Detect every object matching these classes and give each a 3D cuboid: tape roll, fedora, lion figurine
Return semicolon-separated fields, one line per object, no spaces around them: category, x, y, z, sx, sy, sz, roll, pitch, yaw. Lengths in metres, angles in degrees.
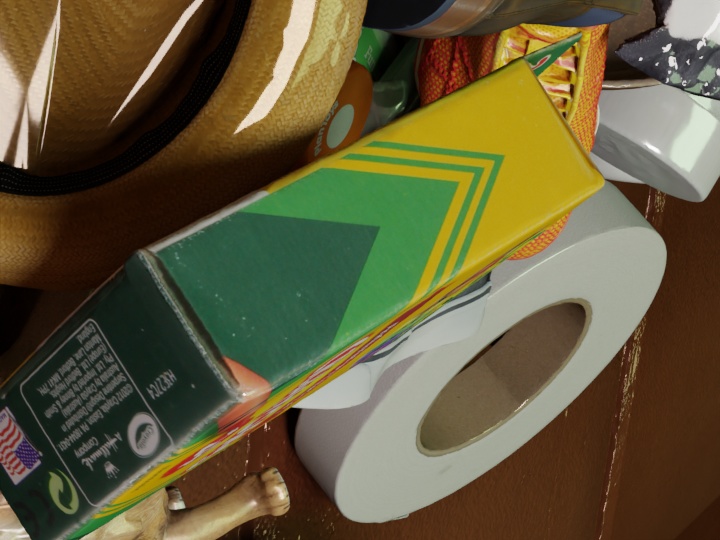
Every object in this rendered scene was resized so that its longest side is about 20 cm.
tape roll;0.058;0.040;0.943;0.202;0.037;0.203;-33;156;-17
fedora;-0.090;-0.099;0.581;0.082;0.198;0.203;-114;-147;-75
lion figurine;-0.099;0.098;0.697;0.122;0.073;0.201;-20;154;-22

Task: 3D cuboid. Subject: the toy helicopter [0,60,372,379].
toy helicopter;-0.084;-0.019;0.696;0.201;0.078;0.132;-61;160;0

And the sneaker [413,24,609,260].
sneaker;0.056;-0.088;0.705;0.077;0.072;0.202;-87;180;-58

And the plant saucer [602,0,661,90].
plant saucer;0.090;-0.151;0.848;0.201;0.199;0.037;-59;171;-29

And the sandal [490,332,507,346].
sandal;0.040;-0.012;0.986;0.200;0.048;0.076;21;86;-52

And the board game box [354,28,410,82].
board game box;0.012;-0.111;0.890;0.201;0.030;0.096;-58;150;-35

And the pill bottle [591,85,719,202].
pill bottle;0.172;-0.141;0.929;0.201;0.109;0.109;-59;153;-3

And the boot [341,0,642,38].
boot;-0.001;-0.113;0.645;0.096;0.199;0.075;4;109;-43

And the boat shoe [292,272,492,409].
boat shoe;0.000;0.000;0.752;0.199;0.071;0.068;-16;125;-58

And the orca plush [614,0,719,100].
orca plush;0.152;-0.158;0.699;0.071;0.104;0.202;-59;159;-79

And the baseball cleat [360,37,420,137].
baseball cleat;0.056;-0.091;0.899;0.200;0.069;0.107;-51;154;-22

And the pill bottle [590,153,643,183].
pill bottle;0.151;-0.155;1.046;0.109;0.108;0.202;-26;127;-57

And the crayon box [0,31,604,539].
crayon box;-0.011;0.003;0.610;0.199;0.051;0.127;-31;174;-42
